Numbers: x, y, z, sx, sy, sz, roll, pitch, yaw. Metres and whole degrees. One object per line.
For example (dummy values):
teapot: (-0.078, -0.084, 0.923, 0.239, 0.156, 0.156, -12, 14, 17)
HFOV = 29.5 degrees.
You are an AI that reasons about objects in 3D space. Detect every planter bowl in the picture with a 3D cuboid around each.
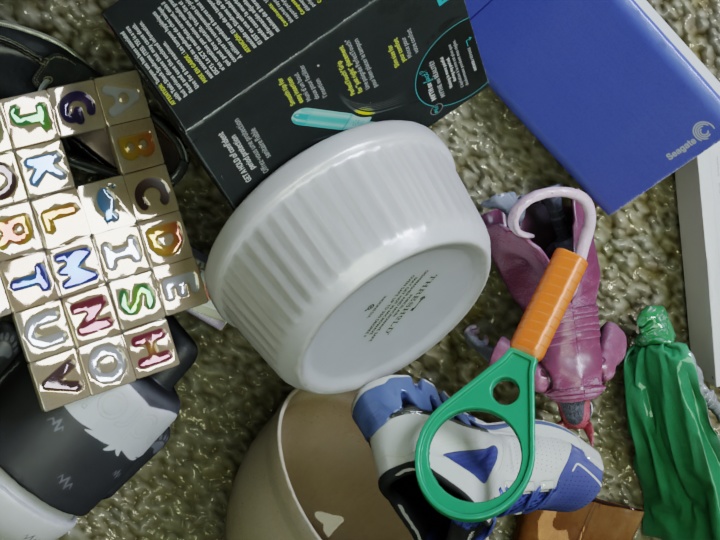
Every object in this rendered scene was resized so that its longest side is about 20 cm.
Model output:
planter bowl: (-0.022, 0.198, 1.007, 0.200, 0.201, 0.135, 38, 119, -17)

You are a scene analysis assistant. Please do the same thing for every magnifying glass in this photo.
magnifying glass: (0.102, 0.076, 0.930, 0.079, 0.022, 0.201, 24, 77, 16)

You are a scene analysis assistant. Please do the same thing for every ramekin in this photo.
ramekin: (0.000, 0.000, 0.945, 0.202, 0.203, 0.094, -34, 63, -4)

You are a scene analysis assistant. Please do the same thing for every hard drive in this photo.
hard drive: (0.162, -0.147, 0.988, 0.200, 0.025, 0.132, 46, 132, -8)

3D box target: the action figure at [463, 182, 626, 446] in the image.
action figure: (0.159, 0.034, 1.027, 0.133, 0.149, 0.201, -12, 91, -16)

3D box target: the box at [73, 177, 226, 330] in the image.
box: (-0.175, -0.024, 0.990, 0.199, 0.041, 0.039, 31, 94, -18)

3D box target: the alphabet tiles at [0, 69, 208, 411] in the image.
alphabet tiles: (-0.192, -0.018, 0.897, 0.166, 0.008, 0.201, -19, 93, -31)

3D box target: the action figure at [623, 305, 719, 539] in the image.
action figure: (0.255, 0.123, 1.093, 0.055, 0.118, 0.201, -26, 105, -40)

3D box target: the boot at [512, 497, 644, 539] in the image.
boot: (0.190, 0.289, 1.139, 0.187, 0.068, 0.201, 20, 90, -8)

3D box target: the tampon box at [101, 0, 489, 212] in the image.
tampon box: (-0.040, -0.148, 0.916, 0.199, 0.126, 0.150, -35, 150, -4)

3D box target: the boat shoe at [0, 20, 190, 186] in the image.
boat shoe: (-0.208, -0.116, 0.950, 0.199, 0.068, 0.072, 29, 95, -15)

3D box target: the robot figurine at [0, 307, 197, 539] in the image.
robot figurine: (-0.210, 0.099, 0.967, 0.150, 0.125, 0.200, 43, 91, -8)

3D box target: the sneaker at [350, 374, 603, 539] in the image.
sneaker: (0.083, 0.160, 0.984, 0.198, 0.116, 0.081, 20, 131, -24)

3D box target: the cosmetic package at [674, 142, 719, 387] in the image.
cosmetic package: (0.300, -0.016, 1.090, 0.082, 0.051, 0.201, -11, 104, -12)
